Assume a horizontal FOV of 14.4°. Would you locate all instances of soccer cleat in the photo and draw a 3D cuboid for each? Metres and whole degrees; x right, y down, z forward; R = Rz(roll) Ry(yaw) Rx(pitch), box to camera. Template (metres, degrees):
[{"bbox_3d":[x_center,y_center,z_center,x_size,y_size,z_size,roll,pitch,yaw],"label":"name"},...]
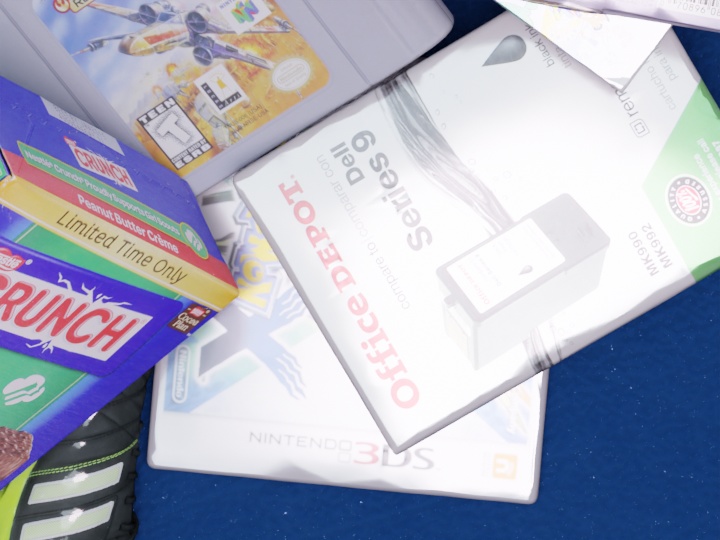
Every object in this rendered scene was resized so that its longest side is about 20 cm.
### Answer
[{"bbox_3d":[-0.130,0.105,1.309,0.081,0.068,0.200,27,90,-20],"label":"soccer cleat"}]

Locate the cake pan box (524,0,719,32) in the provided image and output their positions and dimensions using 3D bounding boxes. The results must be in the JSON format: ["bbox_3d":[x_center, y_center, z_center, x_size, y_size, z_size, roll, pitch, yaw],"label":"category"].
[{"bbox_3d":[0.092,-0.197,1.140,0.200,0.052,0.185,9,99,0],"label":"cake pan box"}]

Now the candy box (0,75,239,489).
[{"bbox_3d":[-0.178,0.020,1.207,0.200,0.169,0.077,-40,57,15],"label":"candy box"}]

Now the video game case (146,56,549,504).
[{"bbox_3d":[0.000,0.000,1.315,0.182,0.022,0.200,5,91,2],"label":"video game case"}]

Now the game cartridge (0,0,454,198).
[{"bbox_3d":[-0.076,-0.108,1.249,0.200,0.042,0.133,-31,112,25],"label":"game cartridge"}]

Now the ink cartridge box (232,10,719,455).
[{"bbox_3d":[0.064,-0.029,1.259,0.200,0.084,0.146,-31,90,3],"label":"ink cartridge box"}]

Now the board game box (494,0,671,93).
[{"bbox_3d":[0.112,-0.194,1.182,0.134,0.034,0.200,35,96,-4],"label":"board game box"}]
